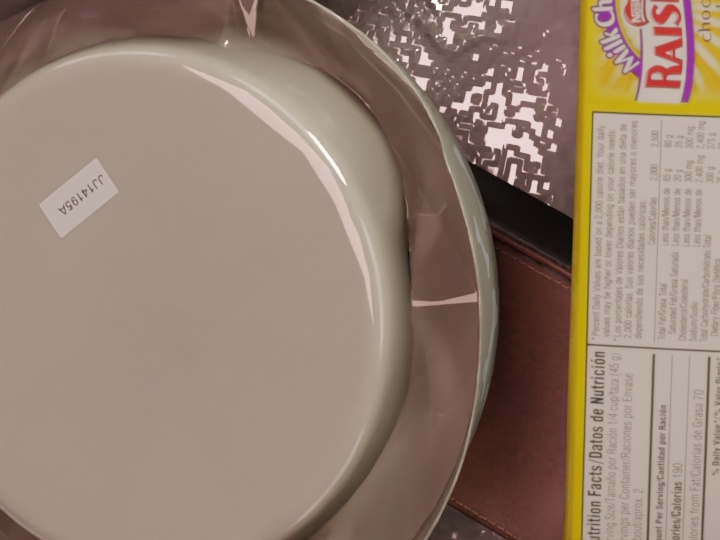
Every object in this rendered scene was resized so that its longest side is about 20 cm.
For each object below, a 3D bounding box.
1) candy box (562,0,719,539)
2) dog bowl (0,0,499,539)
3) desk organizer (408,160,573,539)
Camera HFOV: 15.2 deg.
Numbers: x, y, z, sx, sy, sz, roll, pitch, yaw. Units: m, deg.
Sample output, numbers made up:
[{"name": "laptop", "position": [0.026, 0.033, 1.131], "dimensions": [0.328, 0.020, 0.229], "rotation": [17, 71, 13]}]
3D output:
[{"name": "candy box", "position": [0.106, -0.018, 0.698], "dimensions": [0.101, 0.026, 0.202], "rotation": [3, 106, 9]}, {"name": "dog bowl", "position": [-0.052, 0.009, 0.743], "dimensions": [0.198, 0.059, 0.202], "rotation": [2, 97, 20]}, {"name": "desk organizer", "position": [0.000, 0.000, 0.791], "dimensions": [0.199, 0.072, 0.077], "rotation": [30, 103, 15]}]
